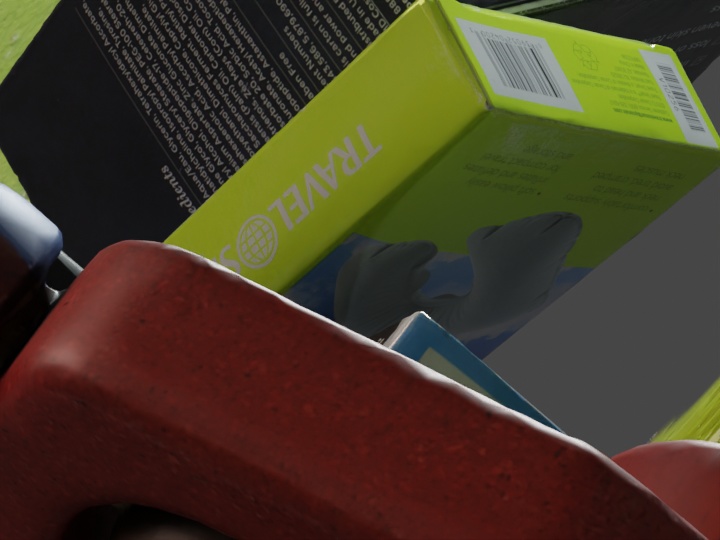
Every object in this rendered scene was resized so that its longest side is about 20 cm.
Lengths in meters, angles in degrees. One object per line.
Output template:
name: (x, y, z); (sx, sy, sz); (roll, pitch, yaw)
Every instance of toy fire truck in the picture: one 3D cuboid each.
toy fire truck: (-0.020, 0.064, 0.417); (0.112, 0.168, 0.200); (-55, 6, -30)

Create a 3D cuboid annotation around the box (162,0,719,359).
box: (0.000, 0.000, 0.880); (0.122, 0.048, 0.200); (6, -39, -49)

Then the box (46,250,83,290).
box: (-0.097, 0.076, 0.652); (0.149, 0.124, 0.200); (-51, 17, -9)

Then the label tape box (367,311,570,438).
label tape box: (-0.028, 0.098, 0.818); (0.144, 0.063, 0.200); (-52, 6, -16)

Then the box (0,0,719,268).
box: (0.014, -0.082, 0.973); (0.200, 0.124, 0.197); (-18, -24, -46)
